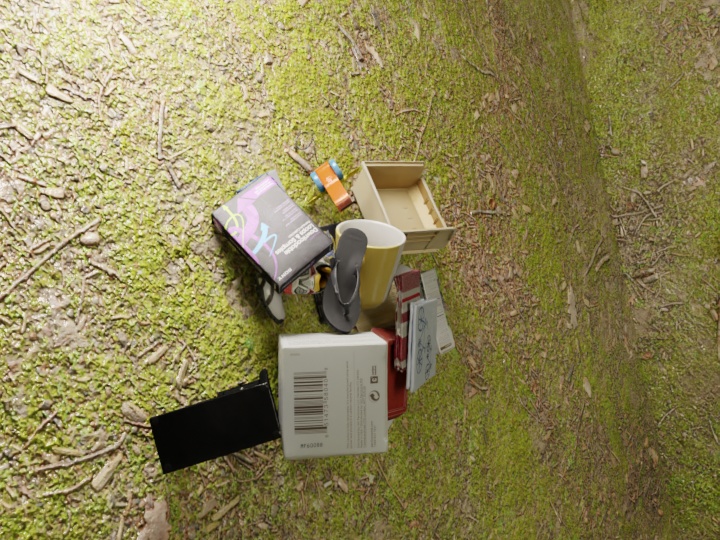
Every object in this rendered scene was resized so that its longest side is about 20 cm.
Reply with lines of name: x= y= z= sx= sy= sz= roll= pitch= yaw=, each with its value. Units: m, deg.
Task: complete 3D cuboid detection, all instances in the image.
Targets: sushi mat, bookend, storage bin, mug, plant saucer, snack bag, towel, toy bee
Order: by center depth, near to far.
bookend: x=-0.239 y=0.249 z=1.321 sx=0.200 sy=0.194 sz=0.095 roll=177 pitch=-103 yaw=-83
mug: x=-0.001 y=-0.004 z=1.616 sx=0.184 sy=0.148 sz=0.157 roll=-13 pitch=122 yaw=-40
plant saucer: x=0.065 y=0.228 z=1.673 sx=0.199 sy=0.036 sz=0.206 roll=11 pitch=83 yaw=-68
towel: x=0.102 y=0.105 z=1.678 sx=0.144 sy=0.022 sz=0.206 roll=-13 pitch=104 yaw=-69
toy bee: x=-0.061 y=-0.202 z=1.706 sx=0.109 sy=0.128 sz=0.205 roll=53 pitch=25 yaw=-64
sushi mat: x=0.049 y=0.081 z=1.725 sx=0.197 sy=0.012 sz=0.098 roll=-15 pitch=77 yaw=-44
snack bag: x=0.139 y=0.157 z=1.727 sx=0.199 sy=0.021 sz=0.194 roll=-11 pitch=103 yaw=-70
storage bin: x=0.103 y=-0.146 z=1.807 sx=0.194 sy=0.094 sz=0.203 roll=-5 pitch=57 yaw=-30

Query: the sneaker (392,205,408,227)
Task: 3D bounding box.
sneaker: x=0.060 y=-0.085 z=1.849 sx=0.078 sy=0.078 sz=0.203 roll=49 pitch=45 yaw=-31

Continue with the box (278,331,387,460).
box: x=-0.055 y=0.224 z=1.438 sx=0.194 sy=0.171 sz=0.205 roll=-1 pitch=93 yaw=-10

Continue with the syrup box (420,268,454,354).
syrup box: x=0.162 y=0.107 z=1.924 sx=0.081 sy=0.077 sz=0.205 roll=-17 pitch=93 yaw=-53

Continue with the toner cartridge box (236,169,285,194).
toner cartridge box: x=-0.170 y=-0.091 z=1.578 sx=0.095 sy=0.042 sz=0.204 roll=-44 pitch=114 yaw=-50

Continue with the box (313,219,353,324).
box: x=-0.049 y=0.000 z=1.708 sx=0.159 sy=0.044 sz=0.205 roll=-16 pitch=92 yaw=-54

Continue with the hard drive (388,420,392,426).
hard drive: x=0.044 y=0.256 z=1.704 sx=0.132 sy=0.025 sz=0.205 roll=-49 pitch=137 yaw=-55

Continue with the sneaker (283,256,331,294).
sneaker: x=-0.090 y=0.012 z=1.535 sx=0.200 sy=0.080 sz=0.080 roll=-46 pitch=143 yaw=-72

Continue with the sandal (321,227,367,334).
sandal: x=-0.029 y=0.016 z=1.467 sx=0.074 sy=0.043 sz=0.206 roll=9 pitch=76 yaw=-11

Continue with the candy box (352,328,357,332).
candy box: x=-0.067 y=0.208 z=1.611 sx=0.199 sy=0.055 sz=0.120 roll=-24 pitch=100 yaw=-54

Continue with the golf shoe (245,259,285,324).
golf shoe: x=-0.166 y=0.001 z=1.500 sx=0.078 sy=0.092 sz=0.205 roll=-139 pitch=-148 yaw=-80

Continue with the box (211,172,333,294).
box: x=-0.165 y=-0.073 z=1.457 sx=0.142 sy=0.036 sz=0.200 roll=-40 pitch=76 yaw=-24

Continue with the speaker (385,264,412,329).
speaker: x=0.071 y=0.081 z=1.810 sx=0.082 sy=0.080 sz=0.202 roll=52 pitch=42 yaw=-28
